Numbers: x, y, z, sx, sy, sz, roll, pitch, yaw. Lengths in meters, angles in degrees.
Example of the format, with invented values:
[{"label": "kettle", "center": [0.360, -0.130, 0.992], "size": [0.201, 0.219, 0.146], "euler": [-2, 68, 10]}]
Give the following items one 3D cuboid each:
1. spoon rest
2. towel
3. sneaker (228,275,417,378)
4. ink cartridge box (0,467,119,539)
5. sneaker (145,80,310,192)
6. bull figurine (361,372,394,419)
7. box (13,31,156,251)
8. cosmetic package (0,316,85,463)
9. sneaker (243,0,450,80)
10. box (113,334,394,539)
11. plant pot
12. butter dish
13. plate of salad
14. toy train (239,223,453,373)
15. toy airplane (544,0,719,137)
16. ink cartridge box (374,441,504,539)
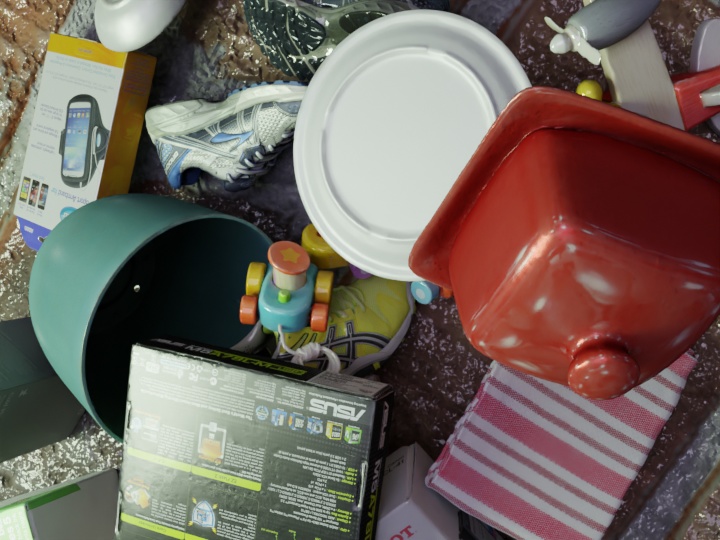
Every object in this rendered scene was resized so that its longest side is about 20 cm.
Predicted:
[{"label": "spoon rest", "center": [-0.165, -0.277, 0.889], "size": [0.099, 0.061, 0.201], "euler": [29, 87, 40]}, {"label": "towel", "center": [0.156, 0.112, 0.778], "size": [0.146, 0.030, 0.201], "euler": [32, 85, -9]}, {"label": "sneaker", "center": [-0.036, 0.055, 0.829], "size": [0.199, 0.077, 0.075], "euler": [-37, 44, -16]}, {"label": "ink cartridge box", "center": [-0.334, 0.260, 0.936], "size": [0.198, 0.145, 0.085], "euler": [-19, 86, 17]}, {"label": "sneaker", "center": [-0.094, -0.115, 0.887], "size": [0.198, 0.077, 0.086], "euler": [-7, 94, 28]}, {"label": "bull figurine", "center": [-0.028, 0.173, 0.875], "size": [0.120, 0.065, 0.202], "euler": [-8, 92, 14]}, {"label": "box", "center": [-0.259, -0.111, 0.936], "size": [0.118, 0.041, 0.202], "euler": [20, 101, 36]}, {"label": "cosmetic package", "center": [-0.321, 0.108, 0.899], "size": [0.090, 0.200, 0.107], "euler": [38, 105, 15]}, {"label": "sneaker", "center": [-0.011, -0.212, 0.858], "size": [0.199, 0.086, 0.078], "euler": [16, 139, 34]}, {"label": "box", "center": [-0.083, 0.161, 0.743], "size": [0.198, 0.047, 0.195], "euler": [10, 101, 20]}, {"label": "plant pot", "center": [-0.185, 0.027, 0.857], "size": [0.160, 0.200, 0.202], "euler": [25, 100, 41]}, {"label": "butter dish", "center": [0.149, 0.013, 0.645], "size": [0.198, 0.149, 0.200], "euler": [16, 140, -14]}, {"label": "plate of salad", "center": [0.041, -0.093, 0.764], "size": [0.198, 0.048, 0.202], "euler": [0, 91, 23]}, {"label": "toy train", "center": [0.000, 0.000, 0.805], "size": [0.150, 0.199, 0.056], "euler": [35, 139, 30]}, {"label": "toy airplane", "center": [0.206, -0.105, 0.744], "size": [0.199, 0.141, 0.200], "euler": [26, 111, -2]}, {"label": "ink cartridge box", "center": [0.049, 0.262, 0.806], "size": [0.147, 0.086, 0.200], "euler": [-38, 106, 17]}]
